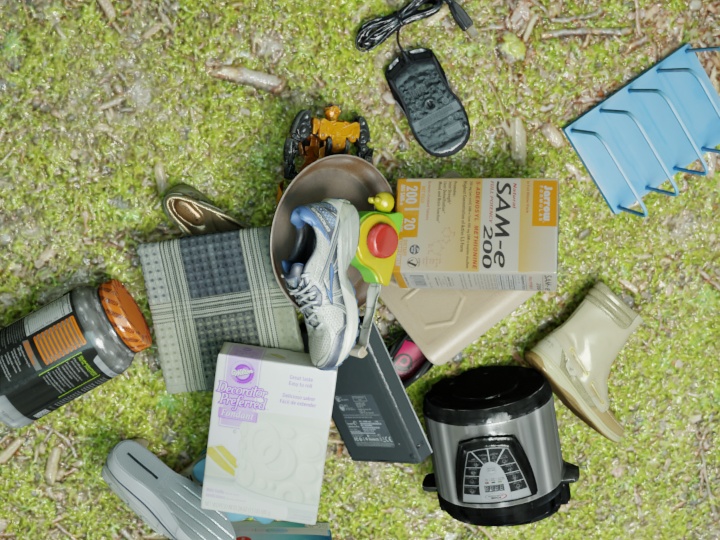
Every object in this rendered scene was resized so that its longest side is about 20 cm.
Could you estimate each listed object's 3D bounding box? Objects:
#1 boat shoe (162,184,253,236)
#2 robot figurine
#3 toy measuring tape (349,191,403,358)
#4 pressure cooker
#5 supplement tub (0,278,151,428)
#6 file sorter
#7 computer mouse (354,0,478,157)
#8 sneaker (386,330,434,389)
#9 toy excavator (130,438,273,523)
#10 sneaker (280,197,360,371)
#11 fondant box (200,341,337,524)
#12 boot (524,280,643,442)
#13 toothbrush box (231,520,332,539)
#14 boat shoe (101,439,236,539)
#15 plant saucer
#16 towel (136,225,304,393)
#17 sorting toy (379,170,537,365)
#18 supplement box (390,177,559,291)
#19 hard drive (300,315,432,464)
[{"bbox_3d":[-0.168,-0.034,1.233,0.200,0.063,0.073,33,95,-12],"label":"boat shoe"},{"bbox_3d":[-0.050,-0.109,1.216,0.145,0.058,0.201,-1,99,-43],"label":"robot figurine"},{"bbox_3d":[0.000,0.000,1.153,0.073,0.074,0.201,15,84,-9],"label":"toy measuring tape"},{"bbox_3d":[0.181,0.242,1.270,0.178,0.176,0.201,-17,105,-29],"label":"pressure cooker"},{"bbox_3d":[-0.370,0.099,1.205,0.199,0.123,0.123,-28,103,-1],"label":"supplement tub"},{"bbox_3d":[0.394,-0.178,1.241,0.200,0.123,0.139,-35,103,0],"label":"file sorter"},{"bbox_3d":[0.098,-0.253,1.234,0.140,0.046,0.200,-33,91,5],"label":"computer mouse"},{"bbox_3d":[0.095,0.081,1.275,0.077,0.084,0.200,31,96,-12],"label":"sneaker"},{"bbox_3d":[-0.201,0.272,1.279,0.200,0.100,0.195,-35,101,10],"label":"toy excavator"},{"bbox_3d":[-0.055,0.016,1.114,0.085,0.077,0.201,-1,90,-41],"label":"sneaker"},{"bbox_3d":[-0.111,0.198,1.178,0.144,0.058,0.201,8,101,0],"label":"fondant box"},{"bbox_3d":[0.333,0.126,1.318,0.155,0.073,0.200,-47,112,-6],"label":"boot"},{"bbox_3d":[-0.135,0.398,1.277,0.199,0.146,0.086,2,100,-6],"label":"toothbrush box"},{"bbox_3d":[-0.244,0.297,1.231,0.200,0.074,0.067,45,130,4],"label":"boat shoe"},{"bbox_3d":[-0.036,-0.042,1.182,0.200,0.032,0.201,-10,106,-40],"label":"plant saucer"},{"bbox_3d":[-0.171,0.051,1.209,0.192,0.035,0.201,-8,98,9],"label":"towel"},{"bbox_3d":[0.110,-0.005,1.245,0.185,0.036,0.200,-37,68,-2],"label":"sorting toy"},{"bbox_3d":[0.143,-0.045,1.192,0.199,0.074,0.127,0,71,12],"label":"supplement box"},{"bbox_3d":[0.000,0.156,1.257,0.033,0.139,0.201,-35,106,-39],"label":"hard drive"}]
